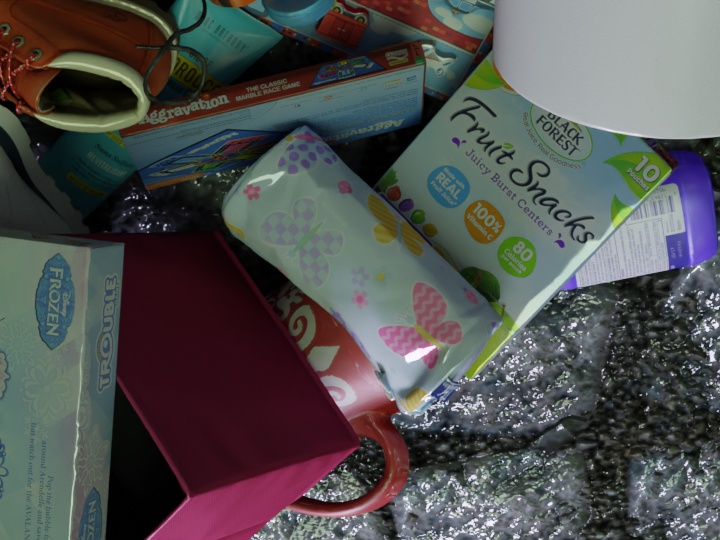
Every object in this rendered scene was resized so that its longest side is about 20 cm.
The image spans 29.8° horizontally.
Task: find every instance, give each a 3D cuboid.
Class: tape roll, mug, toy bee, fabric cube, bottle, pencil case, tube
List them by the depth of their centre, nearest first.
[{"bbox_3d":[0.178,-0.186,0.782,0.201,0.203,0.140,-2,125,0],"label":"tape roll"},{"bbox_3d":[-0.065,-0.202,0.816,0.199,0.109,0.132,-22,142,-23],"label":"toy bee"},{"bbox_3d":[0.000,0.000,0.890,0.200,0.083,0.091,46,122,6],"label":"pencil case"},{"bbox_3d":[-0.162,0.108,0.895,0.200,0.199,0.197,-44,73,23],"label":"fabric cube"},{"bbox_3d":[-0.147,-0.113,0.924,0.200,0.051,0.077,-41,137,22],"label":"tube"},{"bbox_3d":[0.154,-0.029,0.978,0.198,0.065,0.084,-12,121,8],"label":"bottle"},{"bbox_3d":[-0.056,0.094,1.001,0.199,0.178,0.133,-28,128,23],"label":"mug"}]

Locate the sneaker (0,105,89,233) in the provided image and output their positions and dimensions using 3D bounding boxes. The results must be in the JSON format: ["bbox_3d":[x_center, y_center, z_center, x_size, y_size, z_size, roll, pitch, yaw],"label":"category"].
[{"bbox_3d":[-0.241,-0.034,0.884,0.076,0.081,0.200,11,154,21],"label":"sneaker"}]

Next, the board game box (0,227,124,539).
[{"bbox_3d":[-0.237,0.073,0.784,0.197,0.043,0.202,8,96,21],"label":"board game box"}]

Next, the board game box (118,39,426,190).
[{"bbox_3d":[-0.055,-0.101,0.896,0.198,0.020,0.103,-14,163,-3],"label":"board game box"}]

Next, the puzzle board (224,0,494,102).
[{"bbox_3d":[0.009,-0.204,0.879,0.199,0.017,0.151,20,123,-16],"label":"puzzle board"}]

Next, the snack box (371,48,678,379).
[{"bbox_3d":[0.094,-0.047,0.920,0.142,0.053,0.200,44,109,6],"label":"snack box"}]

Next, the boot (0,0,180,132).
[{"bbox_3d":[-0.213,-0.138,0.821,0.198,0.108,0.076,10,125,-6],"label":"boot"}]
